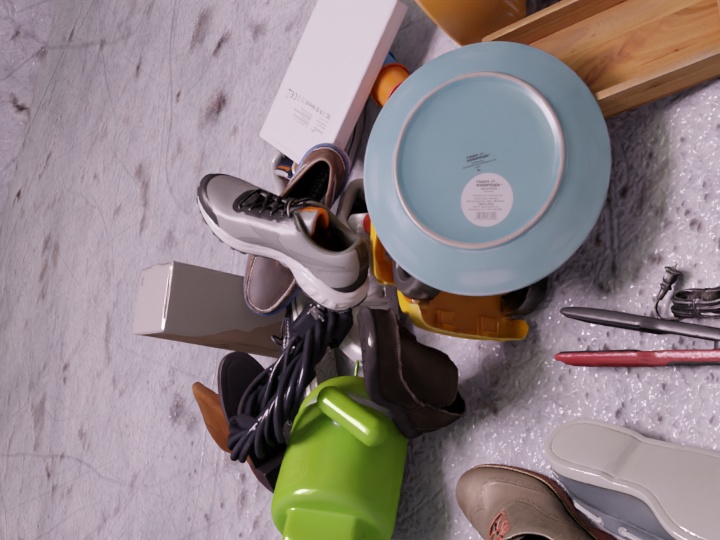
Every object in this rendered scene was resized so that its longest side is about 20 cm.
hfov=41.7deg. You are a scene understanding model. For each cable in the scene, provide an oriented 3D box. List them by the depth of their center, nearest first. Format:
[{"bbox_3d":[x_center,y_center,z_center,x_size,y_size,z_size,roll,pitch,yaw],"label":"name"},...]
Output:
[{"bbox_3d":[-0.074,0.118,0.924,0.200,0.050,0.165,-47,15,44],"label":"cable"}]

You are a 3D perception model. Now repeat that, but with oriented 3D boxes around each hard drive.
[{"bbox_3d":[-0.034,-0.217,1.048,0.132,0.026,0.203,38,107,45],"label":"hard drive"}]

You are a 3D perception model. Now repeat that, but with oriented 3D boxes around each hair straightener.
[{"bbox_3d":[0.221,0.030,0.672,0.199,0.040,0.079,-8,73,56],"label":"hair straightener"}]

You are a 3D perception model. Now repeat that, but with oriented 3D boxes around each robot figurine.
[{"bbox_3d":[-0.016,0.186,0.887,0.202,0.113,0.178,-75,-16,-44],"label":"robot figurine"}]

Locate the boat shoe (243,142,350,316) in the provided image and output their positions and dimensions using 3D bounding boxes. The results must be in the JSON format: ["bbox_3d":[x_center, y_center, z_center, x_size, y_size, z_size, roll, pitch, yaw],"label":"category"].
[{"bbox_3d":[-0.077,-0.041,0.994,0.072,0.071,0.203,-51,-15,-77],"label":"boat shoe"}]

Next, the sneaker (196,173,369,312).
[{"bbox_3d":[-0.070,-0.045,0.898,0.198,0.074,0.080,30,137,17],"label":"sneaker"}]

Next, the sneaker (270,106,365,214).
[{"bbox_3d":[-0.055,-0.139,1.121,0.078,0.078,0.204,16,92,58],"label":"sneaker"}]

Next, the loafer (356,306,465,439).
[{"bbox_3d":[0.047,0.083,0.808,0.070,0.200,0.074,-13,62,11],"label":"loafer"}]

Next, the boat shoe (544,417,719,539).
[{"bbox_3d":[0.213,0.162,0.644,0.199,0.072,0.063,18,138,51],"label":"boat shoe"}]

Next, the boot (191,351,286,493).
[{"bbox_3d":[-0.149,0.160,1.119,0.068,0.190,0.199,-37,26,-19],"label":"boot"}]

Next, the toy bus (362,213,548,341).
[{"bbox_3d":[0.064,-0.036,0.855,0.191,0.134,0.204,-13,70,58],"label":"toy bus"}]

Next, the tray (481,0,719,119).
[{"bbox_3d":[0.192,-0.172,0.741,0.198,0.037,0.101,-19,64,35],"label":"tray"}]

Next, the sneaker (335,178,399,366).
[{"bbox_3d":[0.000,0.000,0.967,0.100,0.073,0.203,101,163,-61],"label":"sneaker"}]

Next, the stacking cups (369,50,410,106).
[{"bbox_3d":[0.027,-0.212,1.048,0.061,0.060,0.201,-60,41,24],"label":"stacking cups"}]

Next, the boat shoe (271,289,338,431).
[{"bbox_3d":[-0.064,0.088,1.059,0.061,0.074,0.204,-19,67,29],"label":"boat shoe"}]

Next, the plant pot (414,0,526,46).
[{"bbox_3d":[0.117,-0.330,0.835,0.182,0.199,0.203,-37,48,25],"label":"plant pot"}]

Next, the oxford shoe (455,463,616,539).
[{"bbox_3d":[0.126,0.201,0.730,0.199,0.074,0.072,22,98,57],"label":"oxford shoe"}]

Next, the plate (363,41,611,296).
[{"bbox_3d":[0.091,-0.083,0.726,0.196,0.026,0.205,-4,79,19],"label":"plate"}]

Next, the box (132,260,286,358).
[{"bbox_3d":[-0.153,0.049,1.096,0.094,0.197,0.079,-9,72,55],"label":"box"}]
